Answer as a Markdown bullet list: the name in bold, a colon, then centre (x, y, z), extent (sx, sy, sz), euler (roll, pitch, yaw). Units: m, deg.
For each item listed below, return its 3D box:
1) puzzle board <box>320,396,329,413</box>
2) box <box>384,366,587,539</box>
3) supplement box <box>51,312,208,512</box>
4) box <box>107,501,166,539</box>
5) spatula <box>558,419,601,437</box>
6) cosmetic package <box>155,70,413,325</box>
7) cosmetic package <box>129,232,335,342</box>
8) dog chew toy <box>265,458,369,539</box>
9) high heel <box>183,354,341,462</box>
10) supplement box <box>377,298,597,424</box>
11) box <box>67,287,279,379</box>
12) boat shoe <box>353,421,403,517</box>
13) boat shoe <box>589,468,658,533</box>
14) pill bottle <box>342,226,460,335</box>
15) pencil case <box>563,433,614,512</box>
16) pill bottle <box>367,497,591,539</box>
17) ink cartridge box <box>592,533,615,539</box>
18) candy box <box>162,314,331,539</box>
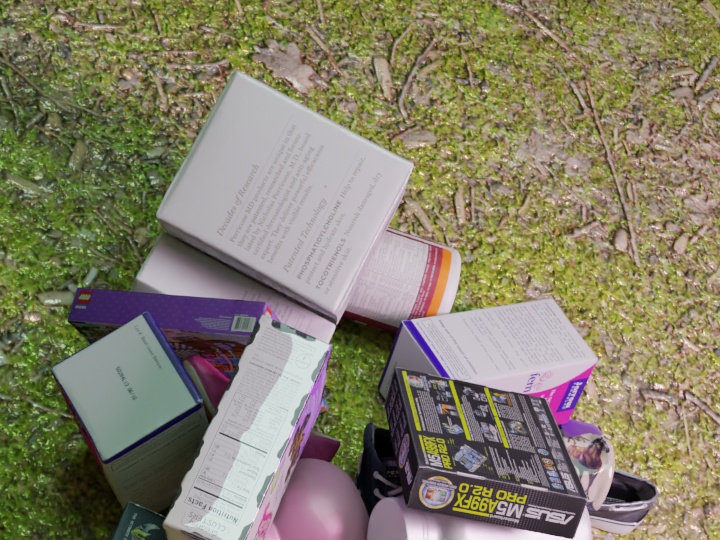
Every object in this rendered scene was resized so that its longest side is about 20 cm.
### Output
- **puzzle board**: centre (-0.143, 0.096, 1.749), extent (0.198, 0.017, 0.152), euler (-9, 59, -31)
- **box**: centre (0.111, 0.165, 1.568), extent (0.158, 0.045, 0.200), euler (12, 21, -11)
- **supplement box**: centre (-0.198, 0.139, 1.540), extent (0.103, 0.200, 0.102), euler (-30, 68, -11)
- **box**: centre (-0.228, 0.319, 1.436), extent (0.051, 0.158, 0.201), euler (24, 47, -6)
- **spatula**: centre (0.184, 0.183, 1.836), extent (0.198, 0.021, 0.057), euler (1, 42, -22)
- **cosmetic package**: centre (-0.073, -0.068, 1.691), extent (0.199, 0.167, 0.168), euler (28, 85, 2)
- **cosmetic package**: centre (-0.137, 0.058, 1.703), extent (0.199, 0.102, 0.072), euler (28, 48, -3)
- **dog chew toy**: centre (-0.091, 0.257, 1.578), extent (0.198, 0.125, 0.125), euler (-24, 65, -16)
- **high heel**: centre (-0.093, 0.135, 1.630), extent (0.096, 0.201, 0.067), euler (-38, 30, -13)
- **supplement box**: centre (0.135, 0.109, 1.806), extent (0.198, 0.102, 0.104), euler (-9, 45, -31)
- **box**: centre (-0.161, 0.069, 1.614), extent (0.198, 0.137, 0.039), euler (4, 62, 20)
- **boat shoe**: centre (0.028, 0.233, 1.637), extent (0.074, 0.094, 0.201), euler (-3, 36, -10)
- **boat shoe**: centre (0.219, 0.227, 1.788), extent (0.198, 0.068, 0.072), euler (16, 49, -14)
- **pill bottle**: centre (0.000, 0.000, 1.829), extent (0.198, 0.110, 0.110), euler (18, 48, -7)
- **pencil case**: centre (0.156, 0.190, 1.704), extent (0.198, 0.078, 0.090), euler (9, 75, -12)
- **pill bottle**: centre (0.109, 0.246, 1.571), extent (0.198, 0.104, 0.105), euler (4, 52, -30)
- **ink cartridge box**: centre (0.139, 0.314, 1.647), extent (0.198, 0.044, 0.199), euler (9, 30, 10)
- **candy box**: centre (-0.098, 0.167, 1.464), extent (0.071, 0.168, 0.201), euler (22, 66, 5)
